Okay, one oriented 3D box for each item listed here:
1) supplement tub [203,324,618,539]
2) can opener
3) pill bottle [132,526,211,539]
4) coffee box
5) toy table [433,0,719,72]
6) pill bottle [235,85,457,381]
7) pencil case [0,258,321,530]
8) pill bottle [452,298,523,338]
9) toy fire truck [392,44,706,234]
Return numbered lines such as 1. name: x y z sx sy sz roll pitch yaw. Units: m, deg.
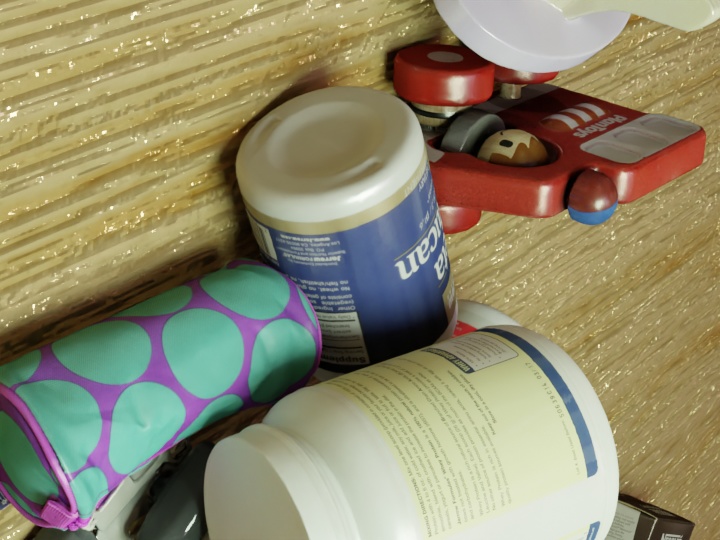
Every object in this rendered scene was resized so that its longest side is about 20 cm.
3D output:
1. supplement tub: 0.028 0.122 0.785 0.198 0.145 0.147 -16 120 -32
2. can opener: -0.148 0.165 0.781 0.201 0.066 0.054 -51 141 -26
3. pill bottle: -0.065 0.242 0.857 0.117 0.116 0.201 -52 123 -23
4. coffee box: 0.242 0.323 1.385 0.113 0.079 0.203 18 92 -55
5. toy table: 0.142 -0.215 0.903 0.185 0.117 0.200 51 47 -5
6. pill bottle: 0.000 0.000 0.864 0.111 0.110 0.202 -45 139 -31
7. pencil case: -0.110 0.063 0.762 0.199 0.085 0.093 -28 91 -44
8. pill bottle: 0.042 0.125 0.983 0.200 0.111 0.113 -48 140 -28
9. toy fire truck: 0.114 -0.081 0.930 0.199 0.166 0.114 -24 125 -46
